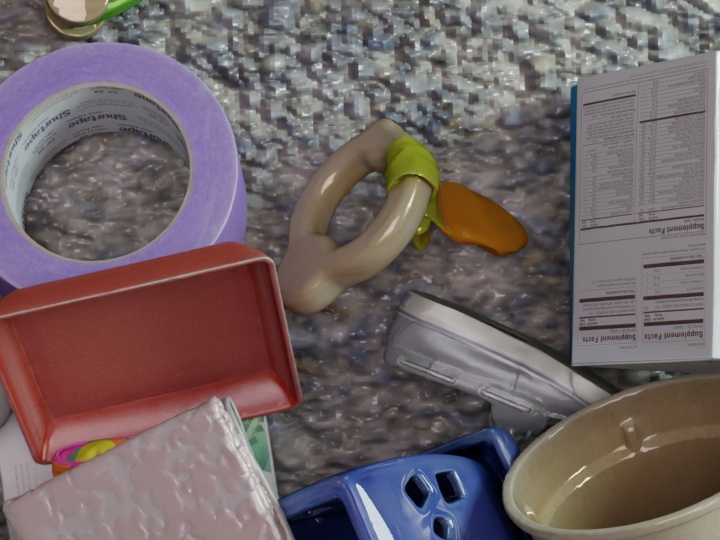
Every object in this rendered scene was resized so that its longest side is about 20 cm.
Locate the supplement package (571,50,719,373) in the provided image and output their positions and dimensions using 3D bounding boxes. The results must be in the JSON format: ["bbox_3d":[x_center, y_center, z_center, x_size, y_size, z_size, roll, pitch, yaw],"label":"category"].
[{"bbox_3d":[0.247,-0.033,1.604,0.151,0.150,0.202,5,84,-33],"label":"supplement package"}]

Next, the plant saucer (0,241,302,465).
[{"bbox_3d":[-0.148,0.052,1.615,0.198,0.201,0.037,-13,58,-2],"label":"plant saucer"}]

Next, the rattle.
[{"bbox_3d":[0.000,0.000,1.717,0.201,0.143,0.130,-52,51,4],"label":"rattle"}]

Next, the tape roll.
[{"bbox_3d":[-0.182,-0.054,1.672,0.198,0.085,0.202,0,70,1],"label":"tape roll"}]

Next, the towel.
[{"bbox_3d":[-0.125,0.208,1.565,0.190,0.032,0.201,-28,83,21],"label":"towel"}]

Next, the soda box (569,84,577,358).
[{"bbox_3d":[0.193,-0.037,1.704,0.064,0.068,0.202,1,86,-20],"label":"soda box"}]

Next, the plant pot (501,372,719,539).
[{"bbox_3d":[0.215,0.197,1.554,0.199,0.201,0.185,-22,109,-3],"label":"plant pot"}]

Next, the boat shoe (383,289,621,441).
[{"bbox_3d":[0.110,0.084,1.707,0.200,0.070,0.072,26,97,4],"label":"boat shoe"}]

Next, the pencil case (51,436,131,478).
[{"bbox_3d":[-0.164,0.216,1.649,0.088,0.088,0.202,-7,100,-2],"label":"pencil case"}]

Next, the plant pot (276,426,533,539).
[{"bbox_3d":[0.034,0.226,1.614,0.179,0.200,0.201,-21,85,-40],"label":"plant pot"}]

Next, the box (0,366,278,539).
[{"bbox_3d":[-0.164,0.127,1.707,0.198,0.036,0.146,-9,86,-3],"label":"box"}]

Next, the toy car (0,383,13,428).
[{"bbox_3d":[-0.355,0.091,1.654,0.150,0.174,0.201,46,113,43],"label":"toy car"}]

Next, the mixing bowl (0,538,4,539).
[{"bbox_3d":[-0.286,0.281,1.657,0.198,0.108,0.202,0,85,-1],"label":"mixing bowl"}]

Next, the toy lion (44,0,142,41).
[{"bbox_3d":[-0.192,-0.299,1.731,0.191,0.069,0.201,-34,87,-11],"label":"toy lion"}]
